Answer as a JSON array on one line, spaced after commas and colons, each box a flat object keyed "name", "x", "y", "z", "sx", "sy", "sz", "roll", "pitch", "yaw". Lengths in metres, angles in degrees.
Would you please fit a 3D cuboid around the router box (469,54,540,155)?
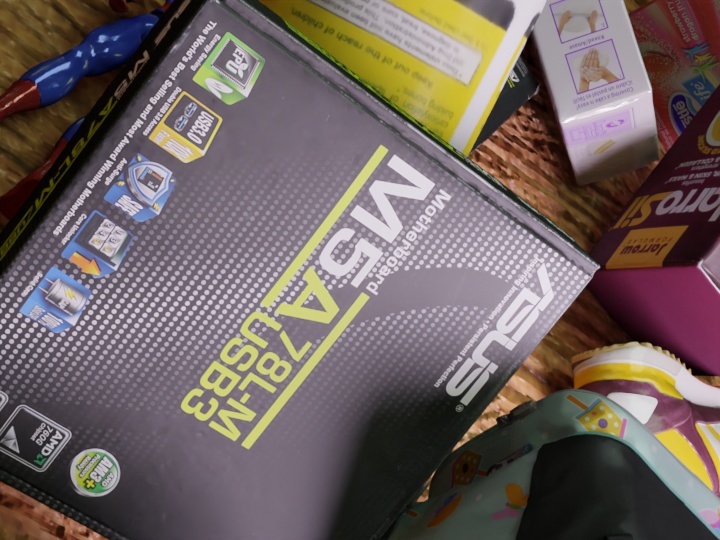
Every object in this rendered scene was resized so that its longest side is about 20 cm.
[{"name": "router box", "x": -0.002, "y": -0.141, "z": 0.904, "sx": 0.200, "sy": 0.062, "sz": 0.150, "roll": 58, "pitch": 36, "yaw": -8}]

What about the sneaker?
[{"name": "sneaker", "x": 0.193, "y": 0.112, "z": 0.992, "sx": 0.199, "sy": 0.075, "sz": 0.091, "roll": 22, "pitch": 62, "yaw": -34}]

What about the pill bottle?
[{"name": "pill bottle", "x": -0.014, "y": -0.056, "z": 0.720, "sx": 0.114, "sy": 0.201, "sz": 0.114, "roll": 27, "pitch": 6, "yaw": -3}]

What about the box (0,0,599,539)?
[{"name": "box", "x": -0.041, "y": 0.020, "z": 0.650, "sx": 0.193, "sy": 0.200, "sz": 0.048, "roll": 35, "pitch": 9, "yaw": -23}]

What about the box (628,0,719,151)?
[{"name": "box", "x": 0.270, "y": -0.111, "z": 1.183, "sx": 0.095, "sy": 0.102, "sz": 0.201, "roll": -33, "pitch": 94, "yaw": -53}]

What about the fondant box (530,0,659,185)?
[{"name": "fondant box", "x": 0.124, "y": -0.167, "z": 1.024, "sx": 0.144, "sy": 0.058, "sz": 0.201, "roll": 45, "pitch": 27, "yaw": -73}]

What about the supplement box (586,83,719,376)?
[{"name": "supplement box", "x": 0.246, "y": -0.039, "z": 1.020, "sx": 0.103, "sy": 0.131, "sz": 0.200, "roll": 46, "pitch": 70, "yaw": -18}]

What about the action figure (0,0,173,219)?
[{"name": "action figure", "x": -0.095, "y": -0.096, "z": 0.760, "sx": 0.066, "sy": 0.052, "sz": 0.200, "roll": 52, "pitch": 44, "yaw": -8}]

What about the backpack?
[{"name": "backpack", "x": 0.073, "y": 0.158, "z": 0.709, "sx": 0.176, "sy": 0.200, "sz": 0.154, "roll": 41, "pitch": 37, "yaw": -21}]
